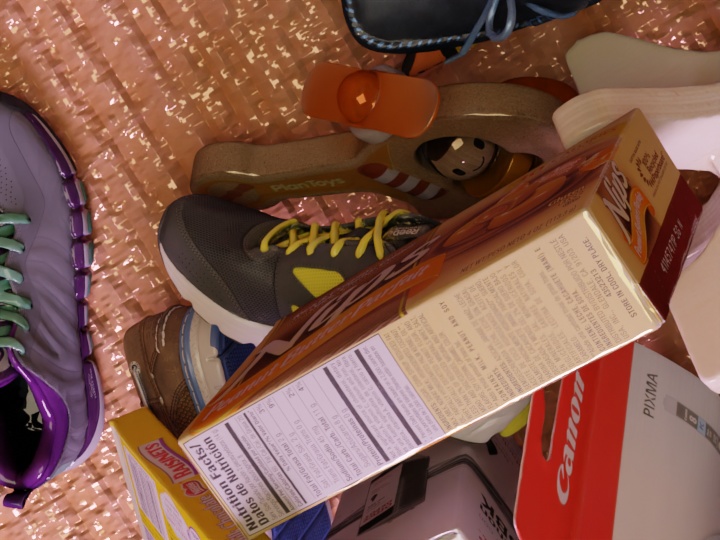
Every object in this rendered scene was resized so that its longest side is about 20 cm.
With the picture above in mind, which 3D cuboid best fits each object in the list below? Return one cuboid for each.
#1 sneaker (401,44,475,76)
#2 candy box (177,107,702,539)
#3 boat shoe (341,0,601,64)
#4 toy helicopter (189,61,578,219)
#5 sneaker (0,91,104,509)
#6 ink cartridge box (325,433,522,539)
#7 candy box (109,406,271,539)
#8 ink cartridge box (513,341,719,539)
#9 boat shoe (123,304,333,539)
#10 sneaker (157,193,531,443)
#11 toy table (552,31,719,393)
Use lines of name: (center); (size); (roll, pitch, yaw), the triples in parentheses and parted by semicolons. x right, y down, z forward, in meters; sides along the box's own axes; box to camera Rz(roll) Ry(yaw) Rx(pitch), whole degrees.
sneaker: (-0.008, -0.180, 0.773); (0.090, 0.070, 0.200); (-40, 98, 10)
candy box: (0.033, 0.021, 0.663); (0.199, 0.116, 0.056); (-31, 99, 28)
boat shoe: (0.080, -0.147, 0.712); (0.198, 0.069, 0.085); (-25, 107, 13)
toy helicopter: (0.004, -0.055, 0.782); (0.198, 0.132, 0.080); (-6, 69, 25)
sneaker: (-0.171, 0.013, 0.828); (0.074, 0.088, 0.202); (-10, 102, 8)
ink cartridge box: (0.055, 0.159, 0.779); (0.082, 0.200, 0.148); (-31, 99, 12)
candy box: (-0.060, 0.139, 0.737); (0.026, 0.200, 0.103); (-23, 114, -18)
ink cartridge box: (0.129, 0.102, 0.740); (0.047, 0.161, 0.201); (-7, 135, 25)
boat shoe: (-0.067, 0.108, 0.855); (0.072, 0.072, 0.202); (-5, 108, 27)
sneaker: (0.000, 0.000, 0.778); (0.198, 0.075, 0.085); (24, 129, 9)
toy table: (0.171, -0.054, 0.741); (0.116, 0.201, 0.184); (-28, 136, 19)
